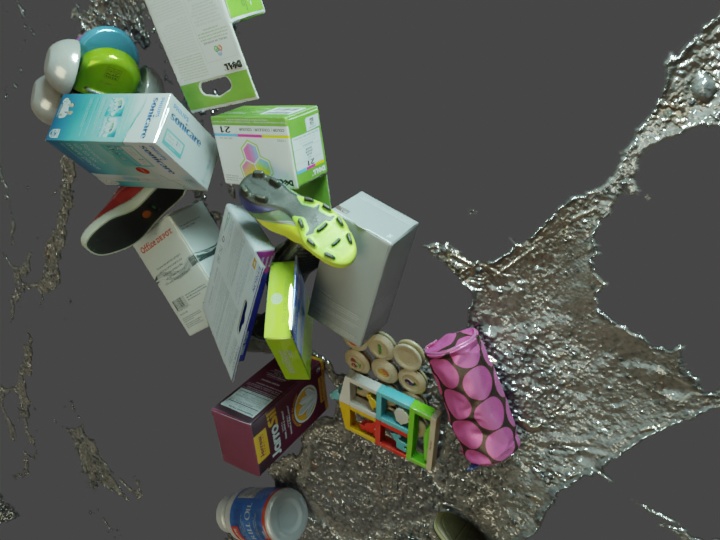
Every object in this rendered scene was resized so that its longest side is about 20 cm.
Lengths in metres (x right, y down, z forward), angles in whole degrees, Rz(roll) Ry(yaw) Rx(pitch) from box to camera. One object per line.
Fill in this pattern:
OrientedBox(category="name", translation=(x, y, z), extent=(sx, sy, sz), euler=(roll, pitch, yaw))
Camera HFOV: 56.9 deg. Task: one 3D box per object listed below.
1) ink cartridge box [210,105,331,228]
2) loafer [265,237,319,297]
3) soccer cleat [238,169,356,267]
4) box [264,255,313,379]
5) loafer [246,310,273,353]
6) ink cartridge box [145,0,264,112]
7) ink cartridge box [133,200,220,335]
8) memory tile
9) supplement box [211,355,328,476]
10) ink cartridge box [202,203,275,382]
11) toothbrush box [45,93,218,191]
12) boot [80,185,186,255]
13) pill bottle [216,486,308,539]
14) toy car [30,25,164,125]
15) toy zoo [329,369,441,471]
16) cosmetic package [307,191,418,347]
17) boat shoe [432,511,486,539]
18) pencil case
OrientedBox(category="ink cartridge box", translation=(-0.125, -0.137, 0.986), extent=(0.147, 0.076, 0.201), euler=(9, 119, 33))
OrientedBox(category="loafer", translation=(-0.106, -0.025, 1.027), extent=(0.200, 0.075, 0.070), euler=(-47, 54, 48))
OrientedBox(category="soccer cleat", translation=(-0.083, -0.065, 0.914), extent=(0.200, 0.065, 0.084), euler=(35, 161, 17))
OrientedBox(category="box", translation=(-0.105, 0.076, 0.997), extent=(0.047, 0.123, 0.200), euler=(-1, 152, 3))
OrientedBox(category="loafer", translation=(-0.160, 0.113, 1.172), extent=(0.199, 0.073, 0.072), euler=(2, 138, 40))
OrientedBox(category="ink cartridge box", translation=(-0.206, -0.336, 0.924), extent=(0.147, 0.076, 0.201), euler=(0, 119, 36))
OrientedBox(category="ink cartridge box", translation=(-0.295, -0.003, 1.184), extent=(0.146, 0.083, 0.201), euler=(-24, 100, 42))
OrientedBox(category="memory tile", translation=(0.040, 0.180, 1.074), extent=(0.153, 0.017, 0.201), euler=(15, 128, 29))
OrientedBox(category="supplement box", translation=(-0.147, 0.235, 1.131), extent=(0.085, 0.200, 0.111), euler=(12, 121, 30))
OrientedBox(category="ink cartridge box", translation=(-0.181, 0.030, 1.001), extent=(0.200, 0.043, 0.197), euler=(51, 129, 48))
OrientedBox(category="toothbrush box", translation=(-0.338, -0.193, 1.004), extent=(0.199, 0.086, 0.146), euler=(5, 161, 20))
OrientedBox(category="boot", translation=(-0.397, -0.126, 1.125), extent=(0.144, 0.200, 0.072), euler=(50, 179, 38))
OrientedBox(category="pill bottle", translation=(-0.215, 0.517, 1.406), extent=(0.199, 0.112, 0.113), euler=(-18, 104, 41))
OrientedBox(category="toy car", translation=(-0.422, -0.311, 1.075), extent=(0.200, 0.174, 0.151), euler=(-32, 55, 46))
OrientedBox(category="toy zoo", translation=(0.036, 0.241, 1.095), extent=(0.199, 0.020, 0.132), euler=(21, 132, 25))
OrientedBox(category="cosmetic package", translation=(0.000, 0.000, 0.968), extent=(0.107, 0.090, 0.201), euler=(32, 127, 18))
OrientedBox(category="boat shoe", translation=(0.194, 0.491, 1.112), extent=(0.200, 0.073, 0.065), euler=(41, 127, 10))
OrientedBox(category="pencil case", translation=(0.156, 0.182, 0.955), extent=(0.093, 0.091, 0.201), euler=(-7, 109, 46))
